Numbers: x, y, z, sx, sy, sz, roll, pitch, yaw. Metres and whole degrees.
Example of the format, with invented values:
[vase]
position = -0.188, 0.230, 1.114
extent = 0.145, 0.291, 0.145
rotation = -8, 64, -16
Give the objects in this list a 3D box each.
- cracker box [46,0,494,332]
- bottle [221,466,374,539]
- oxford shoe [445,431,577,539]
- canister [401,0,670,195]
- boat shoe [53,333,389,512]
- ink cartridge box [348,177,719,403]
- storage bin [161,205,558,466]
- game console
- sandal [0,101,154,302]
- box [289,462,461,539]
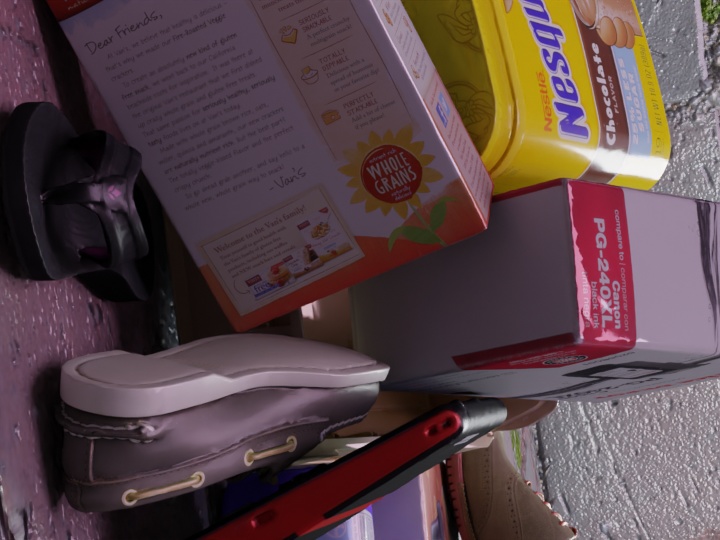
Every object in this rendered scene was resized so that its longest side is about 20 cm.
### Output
[cracker box]
position = -0.041, -0.087, 0.965
extent = 0.200, 0.134, 0.058
rotation = 62, 17, -19
[bottle]
position = -0.029, 0.208, 1.136
extent = 0.065, 0.083, 0.200
rotation = 55, 30, -72
[oxford shoe]
position = 0.096, 0.157, 1.295
extent = 0.070, 0.075, 0.200
rotation = 55, 26, -66
[canister]
position = 0.076, -0.107, 1.106
extent = 0.200, 0.087, 0.149
rotation = 3, 70, -56
[boat shoe]
position = -0.060, 0.066, 0.948
extent = 0.202, 0.072, 0.060
rotation = -5, 105, -54
[ink cartridge box]
position = 0.114, 0.015, 1.077
extent = 0.200, 0.145, 0.083
rotation = 7, 74, -45
[storage bin]
position = 0.000, 0.000, 1.137
extent = 0.200, 0.094, 0.199
rotation = 2, 76, -48
[game console]
position = -0.017, 0.107, 1.015
extent = 0.031, 0.177, 0.200
rotation = 58, 7, 7
[sandal]
position = -0.111, -0.030, 0.919
extent = 0.200, 0.048, 0.075
rotation = 33, 50, -79
[box]
position = 0.006, 0.193, 1.290
extent = 0.200, 0.106, 0.152
rotation = 54, 30, -72
